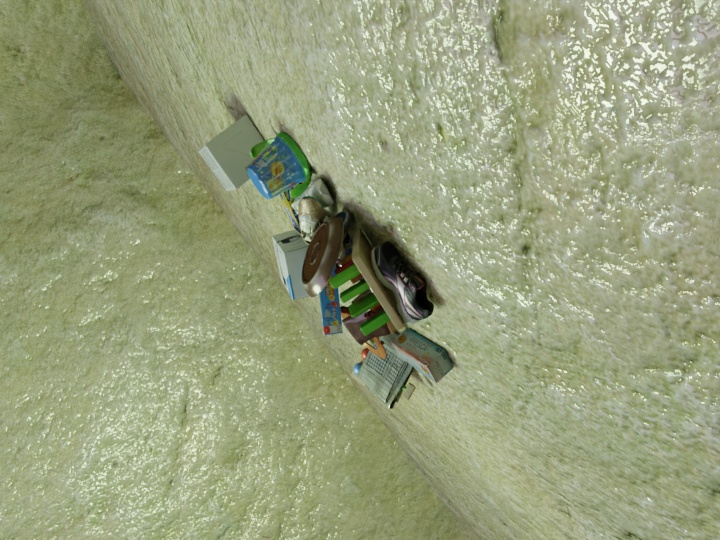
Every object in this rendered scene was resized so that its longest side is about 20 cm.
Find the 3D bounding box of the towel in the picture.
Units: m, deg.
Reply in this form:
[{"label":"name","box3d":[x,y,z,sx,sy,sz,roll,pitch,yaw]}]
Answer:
[{"label":"towel","box3d":[0.080,0.288,1.794,0.034,0.196,0.199,26,-176,-39]}]

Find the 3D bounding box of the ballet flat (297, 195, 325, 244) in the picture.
[{"label":"ballet flat","box3d":[-0.124,-0.117,1.487,0.069,0.067,0.201,10,161,6]}]

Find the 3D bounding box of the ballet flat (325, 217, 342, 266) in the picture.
[{"label":"ballet flat","box3d":[-0.071,-0.089,1.586,0.201,0.068,0.072,54,148,24]}]

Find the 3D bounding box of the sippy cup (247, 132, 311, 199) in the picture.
[{"label":"sippy cup","box3d":[-0.213,-0.256,1.502,0.141,0.130,0.177,57,165,-25]}]

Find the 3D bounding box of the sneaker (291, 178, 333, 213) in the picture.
[{"label":"sneaker","box3d":[-0.124,-0.177,1.504,0.072,0.079,0.200,61,164,-5]}]

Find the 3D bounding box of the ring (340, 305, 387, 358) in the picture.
[{"label":"ring","box3d":[0.011,0.178,1.738,0.200,0.019,0.201,44,162,17]}]

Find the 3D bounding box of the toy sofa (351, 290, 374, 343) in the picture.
[{"label":"toy sofa","box3d":[0.024,0.123,1.763,0.097,0.082,0.201,43,164,27]}]

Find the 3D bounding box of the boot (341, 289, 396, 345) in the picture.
[{"label":"boot","box3d":[0.017,0.105,1.568,0.201,0.164,0.073,54,-157,-27]}]

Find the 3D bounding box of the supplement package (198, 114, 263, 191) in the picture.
[{"label":"supplement package","box3d":[-0.370,-0.344,1.759,0.152,0.151,0.199,55,166,-17]}]

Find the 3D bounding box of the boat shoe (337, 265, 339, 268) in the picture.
[{"label":"boat shoe","box3d":[-0.105,-0.017,1.823,0.200,0.090,0.072,38,161,46]}]

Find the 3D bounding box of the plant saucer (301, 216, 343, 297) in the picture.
[{"label":"plant saucer","box3d":[-0.097,-0.037,1.417,0.031,0.205,0.200,19,177,-19]}]

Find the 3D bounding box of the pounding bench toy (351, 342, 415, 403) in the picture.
[{"label":"pounding bench toy","box3d":[0.078,0.334,1.909,0.154,0.126,0.199,30,175,-22]}]

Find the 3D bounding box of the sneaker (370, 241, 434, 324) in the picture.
[{"label":"sneaker","box3d":[0.103,0.020,1.303,0.086,0.080,0.202,-16,111,51]}]

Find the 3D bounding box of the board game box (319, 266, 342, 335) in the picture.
[{"label":"board game box","box3d":[-0.092,0.056,1.681,0.200,0.054,0.201,-112,16,-76]}]

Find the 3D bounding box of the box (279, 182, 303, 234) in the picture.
[{"label":"box","box3d":[-0.179,-0.190,1.681,0.064,0.070,0.202,43,163,40]}]

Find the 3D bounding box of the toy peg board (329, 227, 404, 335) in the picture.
[{"label":"toy peg board","box3d":[0.010,0.035,1.390,0.202,0.096,0.200,57,-168,-17]}]

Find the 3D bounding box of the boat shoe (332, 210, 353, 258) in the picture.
[{"label":"boat shoe","box3d":[-0.059,-0.071,1.495,0.071,0.074,0.200,20,137,-20]}]

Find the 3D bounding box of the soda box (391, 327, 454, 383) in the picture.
[{"label":"soda box","box3d":[0.162,0.223,1.580,0.064,0.068,0.199,57,166,-25]}]

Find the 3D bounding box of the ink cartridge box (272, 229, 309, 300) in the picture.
[{"label":"ink cartridge box","box3d":[-0.194,-0.021,1.739,0.200,0.082,0.149,-136,34,-66]}]
